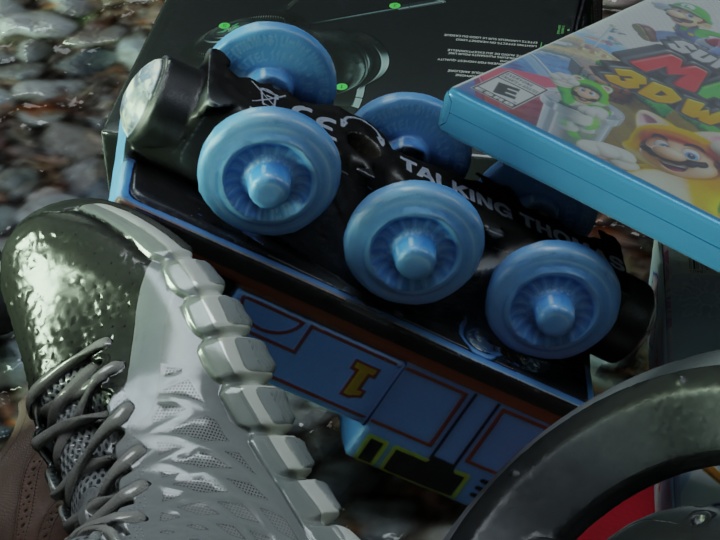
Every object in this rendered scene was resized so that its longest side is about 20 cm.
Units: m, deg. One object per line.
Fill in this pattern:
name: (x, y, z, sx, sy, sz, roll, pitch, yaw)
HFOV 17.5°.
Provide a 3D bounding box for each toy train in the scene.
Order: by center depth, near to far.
toy train: (0.000, 0.000, 0.791, 0.199, 0.114, 0.087, 24, 29, -17)

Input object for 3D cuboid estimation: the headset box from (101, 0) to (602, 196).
headset box: (0.003, -0.060, 0.943, 0.173, 0.093, 0.200, 4, 37, 9)

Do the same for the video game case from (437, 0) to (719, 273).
video game case: (0.137, -0.051, 0.813, 0.143, 0.018, 0.200, 28, 31, 23)

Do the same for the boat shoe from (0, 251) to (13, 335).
boat shoe: (-0.182, -0.034, 0.953, 0.056, 0.069, 0.200, -6, 41, -17)

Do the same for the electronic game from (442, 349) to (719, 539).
electronic game: (0.091, 0.105, 0.665, 0.200, 0.042, 0.200, -25, 39, 22)

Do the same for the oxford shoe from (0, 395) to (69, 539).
oxford shoe: (-0.092, 0.100, 0.769, 0.073, 0.071, 0.200, -20, 30, 15)

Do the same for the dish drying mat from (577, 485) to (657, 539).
dish drying mat: (0.050, 0.117, 0.759, 0.200, 0.018, 0.077, -27, 46, -31)

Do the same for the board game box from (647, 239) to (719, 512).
board game box: (0.197, 0.067, 0.779, 0.199, 0.041, 0.200, 4, 38, 3)

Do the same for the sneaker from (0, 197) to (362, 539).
sneaker: (-0.074, 0.062, 0.676, 0.115, 0.075, 0.200, -12, 57, -46)
